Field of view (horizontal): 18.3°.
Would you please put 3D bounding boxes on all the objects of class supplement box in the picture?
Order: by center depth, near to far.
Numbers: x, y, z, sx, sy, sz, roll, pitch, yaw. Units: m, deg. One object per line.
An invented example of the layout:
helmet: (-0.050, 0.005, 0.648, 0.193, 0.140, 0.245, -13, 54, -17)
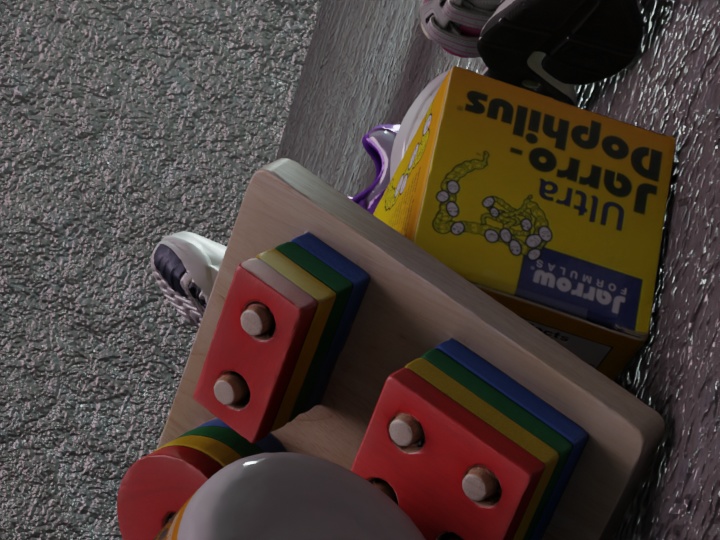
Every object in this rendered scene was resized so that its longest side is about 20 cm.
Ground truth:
supplement box: (0.054, 0.017, 1.024, 0.200, 0.109, 0.110, 119, 166, -57)

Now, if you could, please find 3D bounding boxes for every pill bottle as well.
pill bottle: (-0.060, 0.168, 0.866, 0.200, 0.116, 0.116, -49, 21, 37)

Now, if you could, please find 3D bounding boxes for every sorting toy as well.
sorting toy: (-0.006, 0.093, 0.917, 0.070, 0.200, 0.199, -28, -34, -51)

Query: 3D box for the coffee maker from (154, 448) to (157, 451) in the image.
coffee maker: (-0.098, 0.172, 1.741, 0.200, 0.135, 0.192, -92, 20, -67)

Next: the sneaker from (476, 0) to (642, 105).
sneaker: (0.105, -0.155, 1.166, 0.201, 0.076, 0.115, 124, 160, -75)

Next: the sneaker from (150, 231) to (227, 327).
sneaker: (0.000, 0.000, 1.172, 0.130, 0.199, 0.079, -63, -2, -17)

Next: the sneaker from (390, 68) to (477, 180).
sneaker: (0.060, -0.038, 1.357, 0.085, 0.073, 0.200, -16, 52, 52)

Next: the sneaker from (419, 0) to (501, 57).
sneaker: (0.082, -0.176, 1.430, 0.200, 0.081, 0.088, -65, -8, -81)

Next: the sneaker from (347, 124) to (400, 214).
sneaker: (0.016, -0.010, 1.478, 0.080, 0.088, 0.200, 171, 115, -81)
